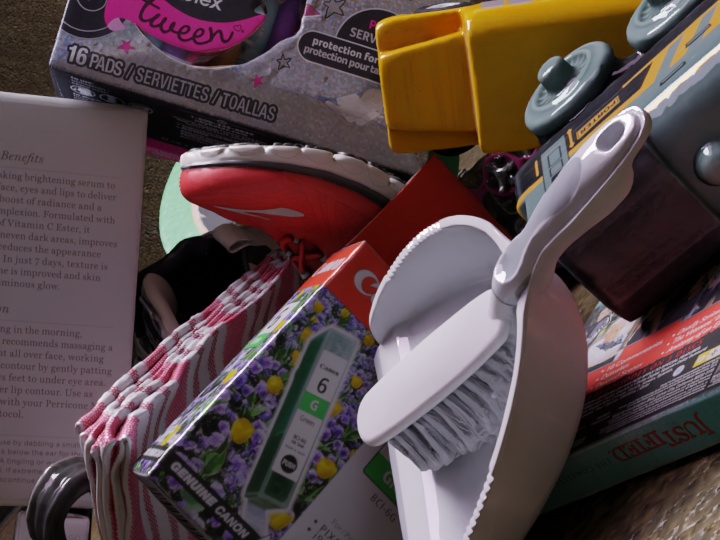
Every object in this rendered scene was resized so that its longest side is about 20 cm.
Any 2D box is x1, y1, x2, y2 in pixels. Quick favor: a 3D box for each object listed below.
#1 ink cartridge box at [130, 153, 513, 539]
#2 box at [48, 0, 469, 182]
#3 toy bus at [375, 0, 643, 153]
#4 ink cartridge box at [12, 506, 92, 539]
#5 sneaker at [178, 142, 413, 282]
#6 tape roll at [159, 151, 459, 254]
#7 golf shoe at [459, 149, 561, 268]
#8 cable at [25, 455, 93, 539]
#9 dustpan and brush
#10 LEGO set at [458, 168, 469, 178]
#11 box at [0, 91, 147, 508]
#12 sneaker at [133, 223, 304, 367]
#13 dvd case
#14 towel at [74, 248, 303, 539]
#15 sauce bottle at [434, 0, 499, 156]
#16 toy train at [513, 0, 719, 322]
[{"bbox_3d":[0.009,0.051,0.637,0.200,0.109,0.050,-47,8,-16],"label":"ink cartridge box"},{"bbox_3d":[-0.055,-0.118,0.801,0.132,0.198,0.116,136,149,-78],"label":"box"},{"bbox_3d":[0.107,-0.093,0.655,0.198,0.066,0.078,-7,13,5],"label":"toy bus"},{"bbox_3d":[-0.176,0.225,0.792,0.198,0.043,0.202,154,125,-78],"label":"ink cartridge box"},{"bbox_3d":[0.000,0.000,0.704,0.077,0.199,0.086,-5,64,64],"label":"sneaker"},{"bbox_3d":[-0.035,-0.058,0.952,0.199,0.048,0.202,-20,45,21],"label":"tape roll"},{"bbox_3d":[0.132,-0.060,0.768,0.199,0.073,0.092,-32,-1,30],"label":"golf shoe"},{"bbox_3d":[-0.116,0.147,0.729,0.098,0.050,0.200,-55,-36,-4],"label":"cable"},{"bbox_3d":[0.046,0.019,0.499,0.200,0.057,0.141,-46,38,37],"label":"dustpan and brush"},{"bbox_3d":[0.108,-0.102,0.927,0.154,0.116,0.200,-45,6,4],"label":"LEGO set"},{"bbox_3d":[-0.182,0.020,0.784,0.152,0.105,0.202,162,112,-72],"label":"box"},{"bbox_3d":[-0.106,0.053,0.814,0.199,0.080,0.129,-47,-24,7],"label":"sneaker"},{"bbox_3d":[0.132,0.004,0.549,0.200,0.022,0.146,-52,9,-37],"label":"dvd case"},{"bbox_3d":[-0.062,0.093,0.727,0.030,0.148,0.200,2,26,27],"label":"towel"},{"bbox_3d":[0.082,-0.108,0.796,0.066,0.066,0.200,-47,3,-20],"label":"sauce bottle"},{"bbox_3d":[0.138,-0.069,0.546,0.200,0.085,0.114,-41,19,21],"label":"toy train"}]
